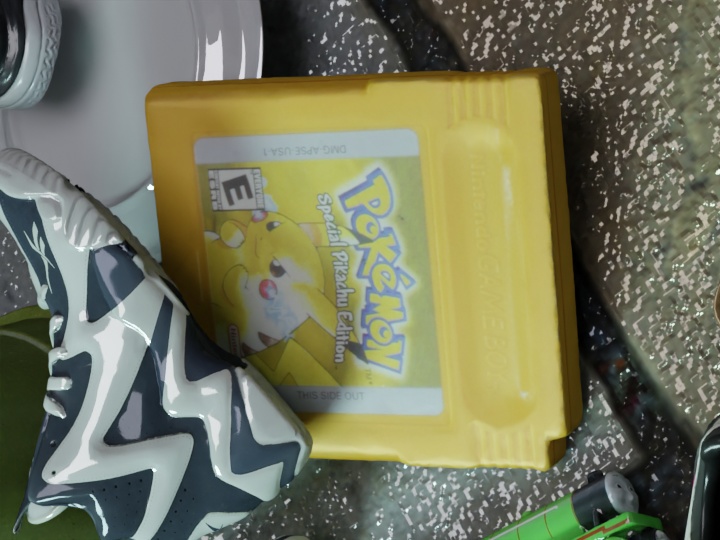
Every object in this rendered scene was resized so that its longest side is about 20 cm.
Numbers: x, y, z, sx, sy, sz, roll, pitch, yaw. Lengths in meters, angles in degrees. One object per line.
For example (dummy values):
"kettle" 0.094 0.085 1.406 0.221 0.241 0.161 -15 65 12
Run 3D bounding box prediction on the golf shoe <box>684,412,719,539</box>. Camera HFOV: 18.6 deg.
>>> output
"golf shoe" 0.157 0.153 0.881 0.072 0.092 0.202 -6 84 31

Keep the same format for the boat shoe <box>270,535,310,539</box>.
"boat shoe" -0.084 0.199 1.048 0.062 0.072 0.201 40 111 26

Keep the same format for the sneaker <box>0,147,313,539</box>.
"sneaker" -0.130 0.051 0.992 0.130 0.079 0.199 -43 91 -1

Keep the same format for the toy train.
"toy train" 0.052 0.148 0.982 0.199 0.042 0.057 -32 60 28

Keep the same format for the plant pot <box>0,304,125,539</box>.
"plant pot" -0.215 0.112 1.069 0.199 0.189 0.202 -3 85 34

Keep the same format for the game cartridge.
"game cartridge" 0.000 0.000 0.995 0.199 0.032 0.178 0 102 29

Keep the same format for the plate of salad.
"plate of salad" -0.114 -0.096 1.103 0.199 0.048 0.202 -7 80 41

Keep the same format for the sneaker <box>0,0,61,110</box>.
"sneaker" -0.235 -0.134 1.118 0.200 0.113 0.076 24 101 56

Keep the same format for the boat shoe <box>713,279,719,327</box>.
"boat shoe" 0.221 0.036 0.861 0.199 0.066 0.075 22 98 32
